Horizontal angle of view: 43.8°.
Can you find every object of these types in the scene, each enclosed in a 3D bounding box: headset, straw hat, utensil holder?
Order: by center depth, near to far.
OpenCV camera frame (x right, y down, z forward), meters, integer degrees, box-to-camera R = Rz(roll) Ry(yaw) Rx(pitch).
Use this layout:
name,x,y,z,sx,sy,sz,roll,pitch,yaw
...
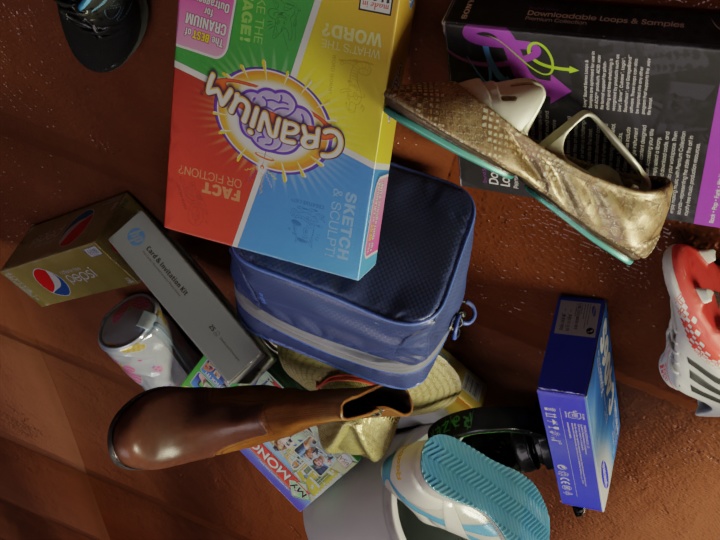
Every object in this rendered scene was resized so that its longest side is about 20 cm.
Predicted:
name,x,y,z,sx,sy,sz,roll,pitch,yaw
straw hat,-0.001,0.136,0.855,0.197,0.086,0.202,12,150,7
headset,0.157,0.192,0.905,0.197,0.096,0.123,19,143,-35
utensil holder,0.046,0.269,1.033,0.169,0.172,0.199,38,148,-20

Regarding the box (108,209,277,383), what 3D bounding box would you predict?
name,x,y,z,sx,sy,sz,roll,pitch,yaw
box,-0.144,0.033,0.820,0.156,0.041,0.200,49,173,5

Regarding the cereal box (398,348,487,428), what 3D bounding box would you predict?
name,x,y,z,sx,sy,sz,roll,pitch,yaw
cereal box,0.017,0.114,0.949,0.143,0.040,0.198,39,144,-24

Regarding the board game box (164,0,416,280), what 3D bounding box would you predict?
name,x,y,z,sx,sy,sz,roll,pitch,yaw
board game box,-0.049,-0.111,0.588,0.150,0.040,0.204,14,111,15

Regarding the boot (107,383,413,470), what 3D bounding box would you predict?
name,x,y,z,sx,sy,sz,roll,pitch,yaw
boot,-0.083,0.128,0.736,0.197,0.070,0.186,-8,169,40

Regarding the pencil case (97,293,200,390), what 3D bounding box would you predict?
name,x,y,z,sx,sy,sz,roll,pitch,yaw
pencil case,-0.229,0.119,1.075,0.090,0.084,0.201,15,147,41

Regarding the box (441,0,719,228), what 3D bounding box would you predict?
name,x,y,z,sx,sy,sz,roll,pitch,yaw
box,0.154,-0.100,0.571,0.196,0.037,0.144,10,144,19

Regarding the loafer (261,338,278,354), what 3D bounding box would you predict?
name,x,y,z,sx,sy,sz,roll,pitch,yaw
loafer,-0.078,0.032,0.867,0.074,0.069,0.202,14,145,7

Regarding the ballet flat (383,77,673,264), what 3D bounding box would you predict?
name,x,y,z,sx,sy,sz,roll,pitch,yaw
ballet flat,0.108,-0.078,0.549,0.197,0.071,0.066,28,106,-15

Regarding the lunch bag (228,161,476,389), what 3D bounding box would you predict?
name,x,y,z,sx,sy,sz,roll,pitch,yaw
lunch bag,0.000,0.000,0.713,0.197,0.137,0.133,22,151,9

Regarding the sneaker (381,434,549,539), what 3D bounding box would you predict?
name,x,y,z,sx,sy,sz,roll,pitch,yaw
sneaker,0.108,0.225,0.869,0.199,0.077,0.080,40,143,-22

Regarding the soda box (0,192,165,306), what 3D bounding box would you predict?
name,x,y,z,sx,sy,sz,roll,pitch,yaw
soda box,-0.294,-0.018,0.944,0.197,0.069,0.064,-10,134,41

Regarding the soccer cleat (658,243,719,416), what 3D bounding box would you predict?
name,x,y,z,sx,sy,sz,roll,pitch,yaw
soccer cleat,0.261,0.056,0.689,0.084,0.070,0.200,-14,136,38

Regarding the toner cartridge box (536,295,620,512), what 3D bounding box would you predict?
name,x,y,z,sx,sy,sz,roll,pitch,yaw
toner cartridge box,0.197,0.123,0.795,0.042,0.096,0.202,6,143,25

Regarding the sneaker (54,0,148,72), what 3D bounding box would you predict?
name,x,y,z,sx,sy,sz,roll,pitch,yaw
sneaker,-0.190,-0.200,0.613,0.072,0.083,0.201,23,148,-2

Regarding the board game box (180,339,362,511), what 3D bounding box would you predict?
name,x,y,z,sx,sy,sz,roll,pitch,yaw
board game box,-0.100,0.161,0.989,0.200,0.029,0.135,44,130,2
